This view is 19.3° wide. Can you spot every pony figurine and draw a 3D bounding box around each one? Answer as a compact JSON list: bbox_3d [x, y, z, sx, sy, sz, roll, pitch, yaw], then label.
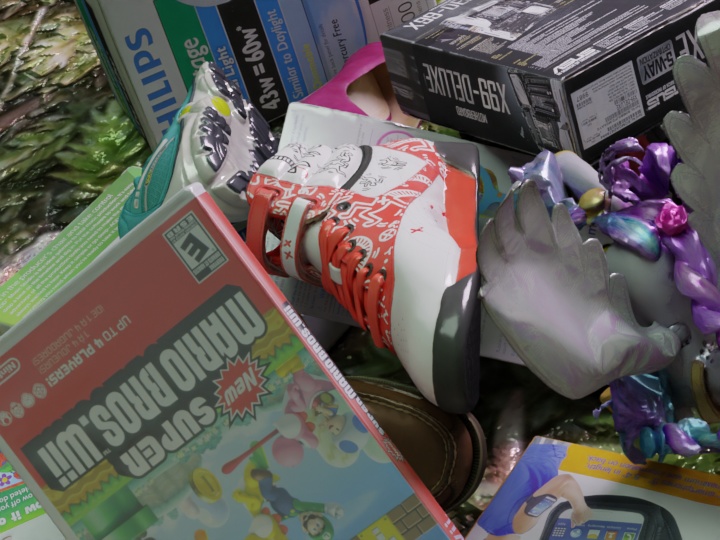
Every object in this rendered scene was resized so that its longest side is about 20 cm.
[{"bbox_3d":[0.128,0.005,0.895,0.166,0.194,0.200,-37,20,-10],"label":"pony figurine"}]

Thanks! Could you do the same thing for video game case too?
[{"bbox_3d":[-0.061,0.085,0.882,0.143,0.201,0.017,-37,1,19],"label":"video game case"}]

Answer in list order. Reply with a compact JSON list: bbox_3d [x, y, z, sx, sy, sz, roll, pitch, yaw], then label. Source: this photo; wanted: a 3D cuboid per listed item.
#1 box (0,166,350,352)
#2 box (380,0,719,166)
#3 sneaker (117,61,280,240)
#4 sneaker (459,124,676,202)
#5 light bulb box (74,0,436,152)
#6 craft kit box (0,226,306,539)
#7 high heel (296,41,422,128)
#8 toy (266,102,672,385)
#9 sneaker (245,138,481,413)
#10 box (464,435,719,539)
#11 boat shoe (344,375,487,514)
[{"bbox_3d":[-0.096,0.011,1.158,0.199,0.037,0.144,15,48,37],"label":"box"},{"bbox_3d":[0.133,-0.130,1.086,0.199,0.050,0.157,-31,28,-24],"label":"box"},{"bbox_3d":[-0.088,-0.056,1.131,0.079,0.078,0.200,-37,8,13],"label":"sneaker"},{"bbox_3d":[0.082,-0.072,1.153,0.097,0.071,0.200,-27,38,-16],"label":"sneaker"},{"bbox_3d":[-0.080,-0.204,1.294,0.199,0.199,0.125,-26,34,-9],"label":"light bulb box"},{"bbox_3d":[-0.100,0.093,1.005,0.199,0.049,0.198,-24,47,-7],"label":"craft kit box"},{"bbox_3d":[0.018,-0.088,1.186,0.095,0.068,0.200,-29,11,1],"label":"high heel"},{"bbox_3d":[0.049,-0.005,1.052,0.198,0.047,0.116,11,61,2],"label":"toy"},{"bbox_3d":[0.000,0.001,0.944,0.107,0.068,0.202,1,29,2],"label":"sneaker"},{"bbox_3d":[0.081,0.157,0.879,0.118,0.042,0.200,9,42,33],"label":"box"},{"bbox_3d":[-0.047,0.078,0.920,0.198,0.073,0.068,1,-5,22],"label":"boat shoe"}]
